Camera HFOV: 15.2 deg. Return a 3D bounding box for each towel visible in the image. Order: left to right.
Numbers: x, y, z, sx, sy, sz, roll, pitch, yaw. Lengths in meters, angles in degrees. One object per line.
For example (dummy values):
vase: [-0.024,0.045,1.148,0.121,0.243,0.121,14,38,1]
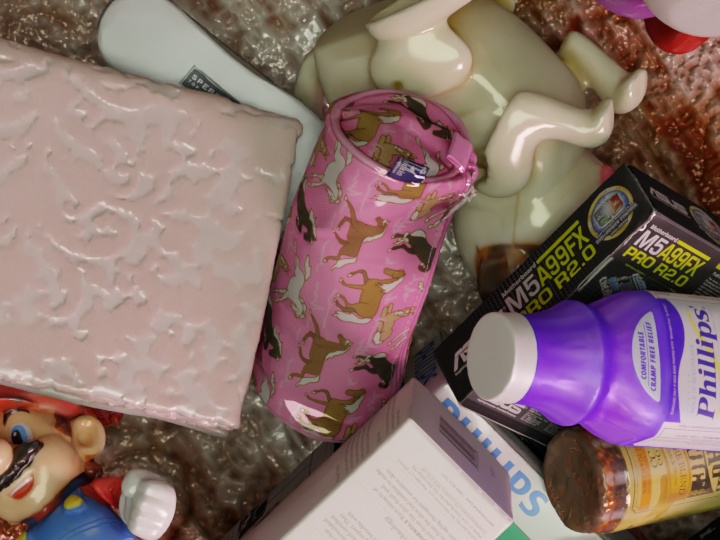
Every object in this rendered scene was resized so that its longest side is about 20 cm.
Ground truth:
towel: [-0.143,-0.020,1.466,0.199,0.032,0.192,14,71,-11]

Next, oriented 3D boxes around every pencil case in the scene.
pencil case: [0.000,0.000,1.488,0.082,0.087,0.201,-7,132,-32]

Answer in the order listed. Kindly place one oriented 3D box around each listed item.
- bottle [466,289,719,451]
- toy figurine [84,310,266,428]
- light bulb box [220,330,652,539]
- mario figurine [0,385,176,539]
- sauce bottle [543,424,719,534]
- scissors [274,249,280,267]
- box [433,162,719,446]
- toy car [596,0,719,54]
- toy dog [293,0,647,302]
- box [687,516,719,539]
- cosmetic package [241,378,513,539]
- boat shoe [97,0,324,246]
bottle: [0.152,0.053,1.447,0.199,0.065,0.084,6,72,-31]
toy figurine: [-0.144,0.038,1.563,0.183,0.150,0.201,4,125,-12]
light bulb box: [0.045,0.181,1.589,0.200,0.125,0.198,-44,100,8]
mario figurine: [-0.167,0.137,1.423,0.123,0.106,0.200,-22,59,-19]
sauce bottle: [0.200,0.103,1.536,0.199,0.066,0.066,-11,105,-31]
scissors: [-0.113,-0.062,1.560,0.199,0.073,0.014,29,127,-7]
box: [0.163,0.040,1.536,0.200,0.044,0.160,26,116,-42]
toy car: [0.195,-0.186,1.500,0.150,0.176,0.200,-15,146,39]
toy dog: [0.071,-0.072,1.530,0.193,0.140,0.200,-30,102,19]
box: [0.256,0.205,1.588,0.200,0.148,0.107,-36,101,6]
cosmetic package: [-0.016,0.162,1.466,0.085,0.108,0.200,45,100,-6]
boat shoe: [-0.072,-0.083,1.553,0.200,0.066,0.072,39,93,-3]
